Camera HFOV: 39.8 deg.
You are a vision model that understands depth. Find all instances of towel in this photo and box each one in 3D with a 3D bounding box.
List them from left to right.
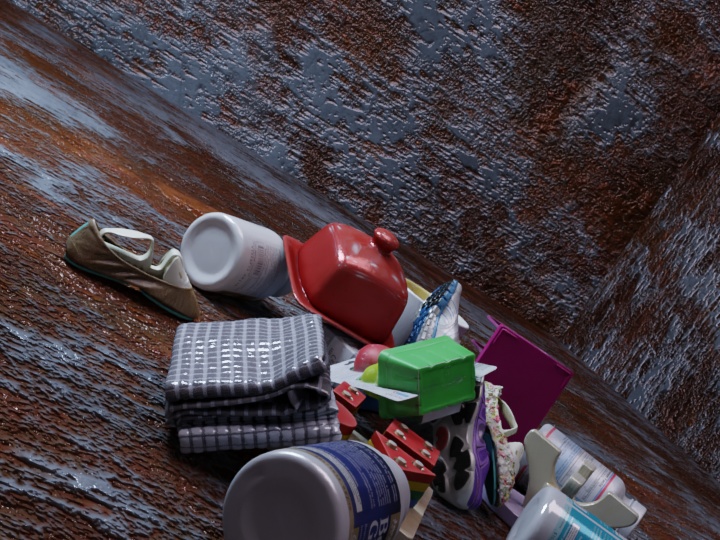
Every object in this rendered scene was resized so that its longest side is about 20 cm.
[{"bbox_3d":[-0.108,0.103,0.994,0.164,0.087,0.200,-3,15,-6],"label":"towel"}]

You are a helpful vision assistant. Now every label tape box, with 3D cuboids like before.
[{"bbox_3d":[-0.019,0.129,1.495,0.200,0.066,0.143,42,11,32],"label":"label tape box"}]

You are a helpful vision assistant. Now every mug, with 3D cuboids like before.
[{"bbox_3d":[0.079,0.110,1.675,0.149,0.154,0.187,33,8,-4],"label":"mug"}]

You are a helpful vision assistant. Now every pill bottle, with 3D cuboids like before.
[{"bbox_3d":[-0.175,-0.015,1.520,0.114,0.115,0.200,38,9,26],"label":"pill bottle"},{"bbox_3d":[-0.026,0.206,0.867,0.111,0.112,0.200,37,9,21],"label":"pill bottle"},{"bbox_3d":[0.339,0.341,1.553,0.199,0.109,0.109,38,9,18],"label":"pill bottle"},{"bbox_3d":[0.277,0.360,1.194,0.199,0.111,0.111,35,8,6],"label":"pill bottle"}]

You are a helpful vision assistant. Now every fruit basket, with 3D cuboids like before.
[{"bbox_3d":[0.048,0.139,1.309,0.184,0.095,0.199,-10,5,-41],"label":"fruit basket"}]

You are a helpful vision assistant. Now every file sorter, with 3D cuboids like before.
[{"bbox_3d":[0.211,0.193,1.579,0.138,0.201,0.125,33,5,-9],"label":"file sorter"}]

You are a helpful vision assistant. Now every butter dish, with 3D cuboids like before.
[{"bbox_3d":[0.000,0.000,1.485,0.199,0.148,0.201,32,21,-26],"label":"butter dish"}]

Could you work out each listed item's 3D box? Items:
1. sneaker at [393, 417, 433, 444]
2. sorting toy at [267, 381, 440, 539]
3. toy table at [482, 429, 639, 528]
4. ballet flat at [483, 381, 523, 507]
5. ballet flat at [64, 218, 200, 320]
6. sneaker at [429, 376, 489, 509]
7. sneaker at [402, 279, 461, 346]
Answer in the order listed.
[{"bbox_3d":[0.107,0.204,1.435,0.200,0.076,0.083,37,41,-48],"label":"sneaker"},{"bbox_3d":[0.001,0.203,1.136,0.199,0.070,0.199,36,8,7],"label":"sorting toy"},{"bbox_3d":[0.276,0.322,1.386,0.199,0.118,0.184,36,9,7],"label":"toy table"},{"bbox_3d":[0.191,0.233,1.382,0.063,0.076,0.201,-3,49,-9],"label":"ballet flat"},{"bbox_3d":[-0.269,-0.006,1.243,0.199,0.073,0.068,30,9,-28],"label":"ballet flat"},{"bbox_3d":[0.137,0.222,1.332,0.080,0.202,0.083,-10,-36,30],"label":"sneaker"},{"bbox_3d":[0.123,0.099,1.512,0.086,0.075,0.201,40,48,-12],"label":"sneaker"}]
